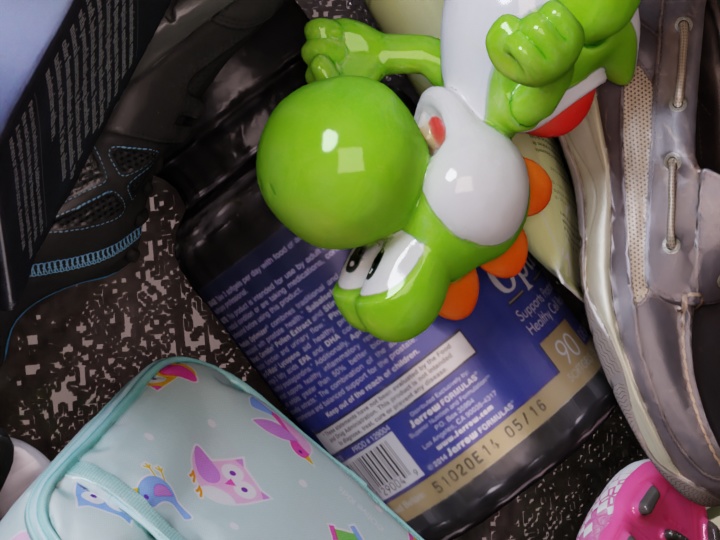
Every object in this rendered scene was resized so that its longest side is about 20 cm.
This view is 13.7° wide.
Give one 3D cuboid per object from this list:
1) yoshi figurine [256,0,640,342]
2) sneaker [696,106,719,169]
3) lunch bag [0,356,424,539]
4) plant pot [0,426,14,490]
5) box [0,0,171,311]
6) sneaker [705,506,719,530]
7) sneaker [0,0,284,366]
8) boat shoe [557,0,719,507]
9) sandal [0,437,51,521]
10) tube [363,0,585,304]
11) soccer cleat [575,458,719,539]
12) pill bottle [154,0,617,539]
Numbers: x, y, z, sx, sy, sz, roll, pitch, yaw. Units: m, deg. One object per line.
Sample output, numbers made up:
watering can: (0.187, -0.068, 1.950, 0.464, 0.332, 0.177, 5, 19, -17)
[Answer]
yoshi figurine: (0.032, -0.076, 1.059, 0.112, 0.112, 0.201, 27, 84, 10)
sneaker: (0.187, -0.016, 1.180, 0.090, 0.066, 0.200, -32, 78, -11)
lunch bag: (-0.035, 0.134, 1.063, 0.200, 0.160, 0.077, 42, 119, 1)
plant pot: (-0.244, 0.076, 1.047, 0.177, 0.200, 0.200, 23, 86, 26)
box: (-0.163, -0.128, 0.986, 0.199, 0.123, 0.199, 22, 65, 7)
sneaker: (0.120, 0.136, 1.186, 0.200, 0.067, 0.090, -44, 80, -1)
sneaker: (-0.099, -0.048, 1.084, 0.200, 0.073, 0.082, -40, 123, -1)
boat shoe: (0.123, -0.013, 1.119, 0.073, 0.074, 0.201, -16, 84, 24)
sandal: (-0.118, 0.150, 1.165, 0.079, 0.059, 0.207, -24, 112, 1)
tube: (0.043, -0.072, 1.152, 0.058, 0.052, 0.201, -12, 67, -36)
soccer cleat: (0.078, 0.167, 1.122, 0.070, 0.086, 0.201, 27, 66, -38)
pill bottle: (0.000, 0.000, 1.148, 0.112, 0.112, 0.200, -37, 93, -5)
